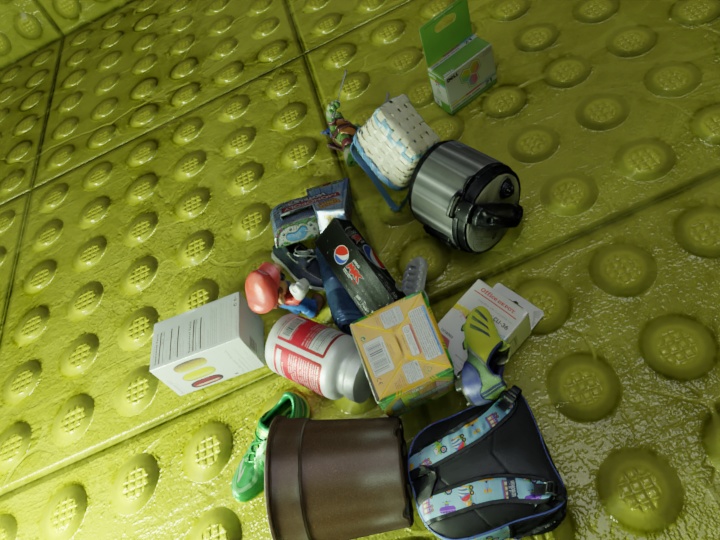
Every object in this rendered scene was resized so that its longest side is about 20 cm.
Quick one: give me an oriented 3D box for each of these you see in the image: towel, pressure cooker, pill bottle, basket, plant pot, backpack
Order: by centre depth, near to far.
[{"bbox_3d":[0.172,0.292,0.803,0.194,0.136,0.186,-22,50,5],"label":"backpack"},{"bbox_3d":[-0.023,0.310,0.850,0.190,0.203,0.206,-8,52,6],"label":"plant pot"},{"bbox_3d":[-0.067,0.159,1.017,0.195,0.113,0.114,18,63,31],"label":"pill bottle"},{"bbox_3d":[0.205,-0.133,1.069,0.175,0.181,0.198,-42,50,-15],"label":"pressure cooker"},{"bbox_3d":[-0.023,0.035,1.098,0.049,0.108,0.204,-53,41,38],"label":"towel"},{"bbox_3d":[0.065,-0.237,1.166,0.138,0.200,0.178,-36,85,-36],"label":"basket"}]

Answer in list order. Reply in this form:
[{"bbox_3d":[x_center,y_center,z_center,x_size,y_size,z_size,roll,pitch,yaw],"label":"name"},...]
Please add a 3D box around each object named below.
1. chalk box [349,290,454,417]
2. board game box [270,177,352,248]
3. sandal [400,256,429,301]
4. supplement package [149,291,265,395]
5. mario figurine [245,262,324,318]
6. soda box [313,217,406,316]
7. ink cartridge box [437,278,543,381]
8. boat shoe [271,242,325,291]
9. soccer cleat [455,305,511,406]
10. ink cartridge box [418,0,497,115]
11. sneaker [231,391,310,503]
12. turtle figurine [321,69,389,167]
[{"bbox_3d":[0.071,0.141,0.880,0.120,0.201,0.128,-23,67,1],"label":"chalk box"},{"bbox_3d":[-0.093,-0.117,1.186,0.193,0.064,0.201,-17,25,-6],"label":"board game box"},{"bbox_3d":[0.099,0.074,1.043,0.082,0.049,0.209,-19,52,60],"label":"sandal"},{"bbox_3d":[-0.299,0.147,1.124,0.194,0.115,0.112,-20,49,9],"label":"supplement package"},{"bbox_3d":[-0.140,0.028,1.076,0.121,0.199,0.109,-26,67,16],"label":"mario figurine"},{"bbox_3d":[0.000,0.000,1.046,0.071,0.063,0.202,-45,67,22],"label":"soda box"},{"bbox_3d":[0.210,0.100,0.970,0.200,0.068,0.116,-45,51,-12],"label":"ink cartridge box"},{"bbox_3d":[-0.116,-0.022,1.191,0.073,0.064,0.198,-6,29,-40],"label":"boat shoe"},{"bbox_3d":[0.191,0.119,0.844,0.082,0.065,0.202,-30,20,29],"label":"soccer cleat"},{"bbox_3d":[0.226,-0.491,1.305,0.146,0.202,0.076,-36,50,-7],"label":"ink cartridge box"},{"bbox_3d":[-0.165,0.295,0.979,0.072,0.084,0.203,18,65,32],"label":"sneaker"},{"bbox_3d":[-0.007,-0.345,1.332,0.197,0.144,0.198,-33,56,12],"label":"turtle figurine"}]
